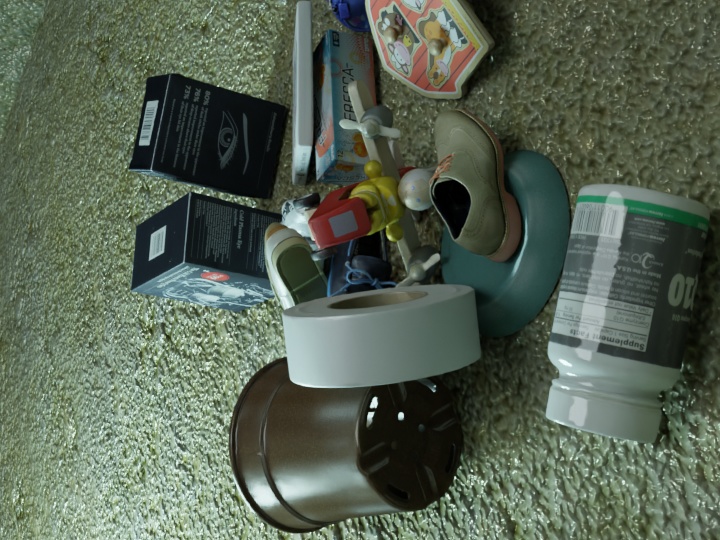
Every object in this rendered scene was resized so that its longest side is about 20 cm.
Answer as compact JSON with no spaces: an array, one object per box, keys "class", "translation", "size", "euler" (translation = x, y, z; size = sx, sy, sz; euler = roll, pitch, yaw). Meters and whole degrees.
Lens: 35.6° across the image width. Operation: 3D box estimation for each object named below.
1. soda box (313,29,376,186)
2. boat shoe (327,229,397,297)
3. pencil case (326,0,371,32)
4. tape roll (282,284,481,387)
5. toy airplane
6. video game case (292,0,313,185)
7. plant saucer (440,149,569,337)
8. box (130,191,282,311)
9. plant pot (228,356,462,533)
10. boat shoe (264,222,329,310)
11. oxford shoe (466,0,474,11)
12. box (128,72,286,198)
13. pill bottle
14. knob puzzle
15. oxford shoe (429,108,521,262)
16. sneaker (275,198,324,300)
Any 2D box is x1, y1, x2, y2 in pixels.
[{"class":"soda box","translation":[-0.021,-0.212,1.473],"size":[0.064,0.068,0.202],"euler":[136,136,-55]},{"class":"boat shoe","translation":[0.000,0.000,1.361],"size":[0.069,0.083,0.202],"euler":[-37,52,43]},{"class":"pencil case","translation":[-0.025,-0.395,1.533],"size":[0.201,0.086,0.079],"euler":[-121,22,-50]},{"class":"tape roll","translation":[0.021,0.063,1.140],"size":[0.202,0.201,0.072],"euler":[1,101,59]},{"class":"toy airplane","translation":[0.037,-0.083,1.247],"size":[0.140,0.199,0.201],"euler":[-9,59,43]},{"class":"video game case","translation":[-0.081,-0.238,1.543],"size":[0.182,0.023,0.203],"euler":[115,154,-77]},{"class":"plant saucer","translation":[0.140,-0.032,1.182],"size":[0.199,0.036,0.202],"euler":[-26,59,53]},{"class":"box","translation":[-0.208,-0.021,1.615],"size":[0.199,0.180,0.105],"euler":[-21,62,55]},{"class":"plant pot","translation":[-0.009,0.185,1.219],"size":[0.197,0.199,0.203],"euler":[-12,69,49]},{"class":"boat shoe","translation":[-0.071,0.023,1.410],"size":[0.069,0.074,0.201],"euler":[54,163,47]},{"class":"oxford shoe","translation":[0.084,-0.342,1.351],"size":[0.200,0.070,0.075],"euler":[42,109,54]},{"class":"box","translation":[-0.230,-0.199,1.693],"size":[0.104,0.198,0.150],"euler":[10,87,59]},{"class":"pill bottle","translation":[0.221,0.035,0.948],"size":[0.113,0.112,0.203],"euler":[11,90,59]},{"class":"knob puzzle","translation":[0.057,-0.280,1.305],"size":[0.219,0.030,0.221],"euler":[42,151,30]},{"class":"oxford shoe","translation":[0.105,-0.100,1.156],"size":[0.071,0.073,0.201],"euler":[-54,38,35]},{"class":"sneaker","translation":[-0.070,-0.021,1.464],"size":[0.200,0.074,0.116],"euler":[133,138,-74]}]
